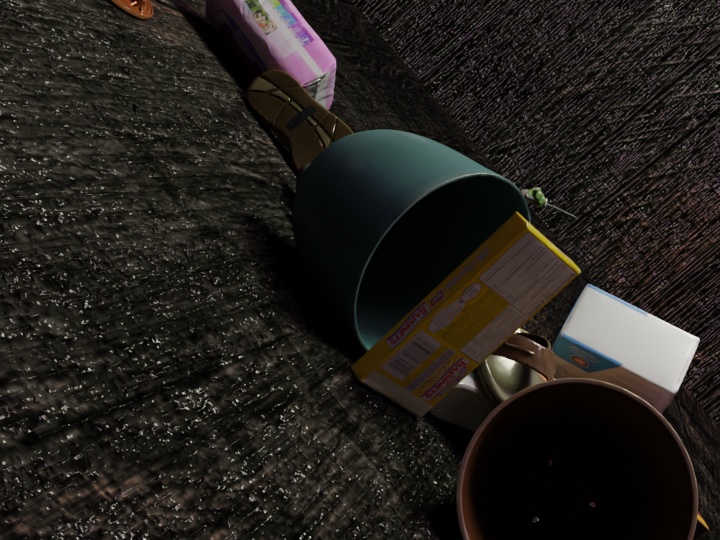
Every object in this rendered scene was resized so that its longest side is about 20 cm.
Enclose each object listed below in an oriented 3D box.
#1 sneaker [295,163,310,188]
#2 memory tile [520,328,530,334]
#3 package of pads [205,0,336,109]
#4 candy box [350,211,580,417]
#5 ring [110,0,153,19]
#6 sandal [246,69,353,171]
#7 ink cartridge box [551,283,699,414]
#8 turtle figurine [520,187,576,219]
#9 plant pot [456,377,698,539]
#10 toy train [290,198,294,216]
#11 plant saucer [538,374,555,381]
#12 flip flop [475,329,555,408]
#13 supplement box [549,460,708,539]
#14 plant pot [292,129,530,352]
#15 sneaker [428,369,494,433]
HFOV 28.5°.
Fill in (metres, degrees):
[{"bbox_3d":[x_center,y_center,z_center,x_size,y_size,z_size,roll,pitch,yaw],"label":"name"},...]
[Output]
[{"bbox_3d":[0.007,-0.054,1.538,0.200,0.074,0.085,42,13,-28],"label":"sneaker"},{"bbox_3d":[0.133,0.059,1.519,0.153,0.017,0.200,43,-11,5],"label":"memory tile"},{"bbox_3d":[-0.110,-0.284,1.752,0.200,0.076,0.121,52,-19,14],"label":"package of pads"},{"bbox_3d":[0.093,0.042,1.242,0.102,0.200,0.026,35,16,-49],"label":"candy box"},{"bbox_3d":[-0.294,-0.351,1.531,0.200,0.019,0.200,46,12,-12],"label":"ring"},{"bbox_3d":[-0.060,-0.153,1.646,0.200,0.080,0.054,50,-10,25],"label":"sandal"},{"bbox_3d":[0.290,0.121,1.655,0.144,0.085,0.200,27,-29,9],"label":"ink cartridge box"},{"bbox_3d":[0.259,-0.057,2.279,0.200,0.144,0.194,46,16,5],"label":"turtle figurine"},{"bbox_3d":[0.175,0.190,1.190,0.187,0.186,0.200,50,-1,9],"label":"plant pot"},{"bbox_3d":[0.000,0.000,1.454,0.200,0.034,0.046,47,24,-10],"label":"toy train"},{"bbox_3d":[0.153,0.105,1.491,0.200,0.032,0.200,43,-11,10],"label":"plant saucer"},{"bbox_3d":[0.150,0.074,1.350,0.081,0.058,0.200,10,47,-38],"label":"flip flop"},{"bbox_3d":[0.279,0.232,1.526,0.086,0.110,0.200,44,13,-22],"label":"supplement box"},{"bbox_3d":[0.031,-0.038,1.316,0.161,0.201,0.200,42,5,41],"label":"plant pot"},{"bbox_3d":[0.120,0.111,1.413,0.200,0.074,0.118,34,25,-42],"label":"sneaker"}]
